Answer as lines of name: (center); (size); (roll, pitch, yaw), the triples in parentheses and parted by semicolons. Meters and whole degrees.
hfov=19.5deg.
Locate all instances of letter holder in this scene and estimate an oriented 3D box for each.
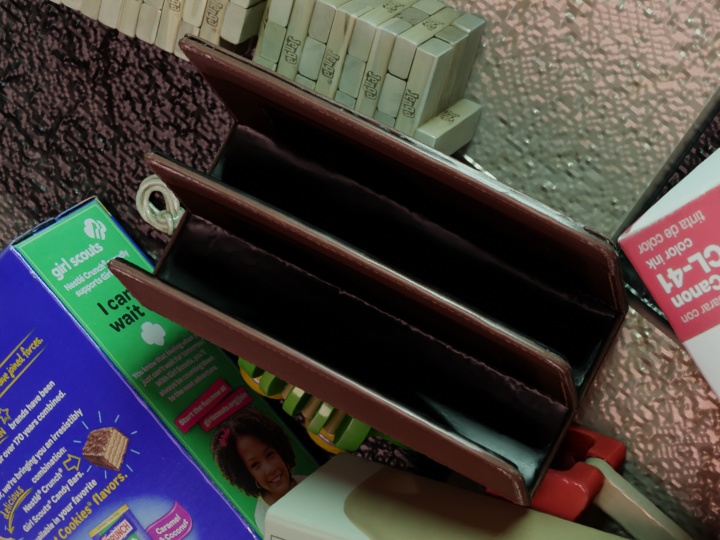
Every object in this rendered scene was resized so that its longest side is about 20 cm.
letter holder: (0.000, 0.000, 0.869); (0.199, 0.142, 0.101); (27, 82, 13)

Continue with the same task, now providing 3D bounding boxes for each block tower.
block tower: (-0.040, -0.113, 0.923); (0.199, 0.054, 0.058); (27, 121, 17)

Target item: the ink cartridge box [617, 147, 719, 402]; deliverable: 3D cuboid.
ink cartridge box: (0.202, 0.032, 0.791); (0.085, 0.147, 0.201); (-29, 93, 34)

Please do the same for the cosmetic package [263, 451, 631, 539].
cosmetic package: (0.058, 0.160, 0.907); (0.199, 0.071, 0.106); (16, 116, 25)

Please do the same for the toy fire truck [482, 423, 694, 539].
toy fire truck: (0.137, 0.170, 0.940); (0.199, 0.049, 0.142); (29, 121, 17)

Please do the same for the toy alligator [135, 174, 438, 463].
toy alligator: (-0.042, 0.030, 0.980); (0.200, 0.054, 0.059); (40, 122, 10)

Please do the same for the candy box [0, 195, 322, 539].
candy box: (-0.132, 0.096, 1.043); (0.200, 0.077, 0.169); (48, 125, 3)
